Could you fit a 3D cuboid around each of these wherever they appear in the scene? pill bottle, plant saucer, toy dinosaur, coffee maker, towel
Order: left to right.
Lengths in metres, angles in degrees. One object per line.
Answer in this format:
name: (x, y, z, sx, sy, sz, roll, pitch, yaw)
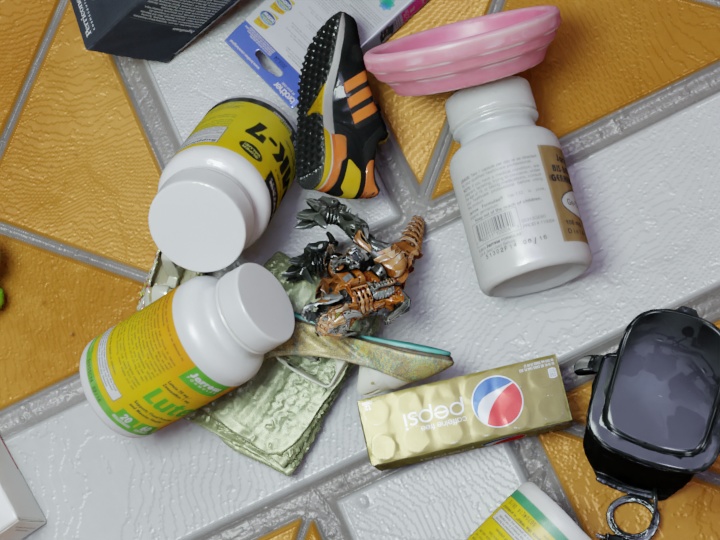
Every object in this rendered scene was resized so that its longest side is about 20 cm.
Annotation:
pill bottle: (-0.163, 0.073, 1.253, 0.200, 0.111, 0.111, -30, 73, 27)
pill bottle: (-0.132, -0.086, 1.286, 0.114, 0.200, 0.115, 5, 120, 9)
towel: (-0.082, 0.093, 1.331, 0.148, 0.036, 0.200, 29, 83, 14)
toy dinosaur: (0.000, 0.000, 1.286, 0.136, 0.200, 0.102, 31, 111, 18)
plant saucer: (0.105, -0.217, 1.308, 0.200, 0.201, 0.051, -14, 105, 5)
pill bottle: (0.125, 0.303, 1.212, 0.200, 0.113, 0.113, -45, 75, -3)
pill bottle: (0.150, -0.084, 1.297, 0.114, 0.114, 0.201, -15, 75, 5)
coffee maker: (0.269, 0.146, 1.181, 0.134, 0.200, 0.193, -7, 76, 8)

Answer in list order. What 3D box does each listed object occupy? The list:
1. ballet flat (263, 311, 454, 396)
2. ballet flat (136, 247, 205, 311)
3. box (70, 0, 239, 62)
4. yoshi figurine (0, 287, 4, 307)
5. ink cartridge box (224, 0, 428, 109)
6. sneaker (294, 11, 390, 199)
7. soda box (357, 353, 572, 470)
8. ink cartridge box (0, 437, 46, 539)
ballet flat: (-0.009, 0.087, 1.269, 0.199, 0.071, 0.071, 14, 79, 16)
ballet flat: (-0.196, 0.006, 1.354, 0.075, 0.064, 0.201, 6, 78, 11)
box: (-0.213, -0.358, 1.370, 0.196, 0.124, 0.200, -32, 70, 37)
yoshi figurine: (-0.447, -0.040, 1.382, 0.200, 0.112, 0.112, 41, 79, 12)
ink cartridge box: (-0.035, -0.272, 1.407, 0.200, 0.042, 0.119, -43, 75, -6)
sneaker: (-0.012, -0.165, 1.340, 0.090, 0.070, 0.201, 17, 66, -28)
soda box: (0.102, 0.140, 1.278, 0.199, 0.064, 0.068, -14, 76, 5)
ink cartridge box: (-0.446, 0.248, 1.324, 0.200, 0.083, 0.147, -33, 75, -1)
